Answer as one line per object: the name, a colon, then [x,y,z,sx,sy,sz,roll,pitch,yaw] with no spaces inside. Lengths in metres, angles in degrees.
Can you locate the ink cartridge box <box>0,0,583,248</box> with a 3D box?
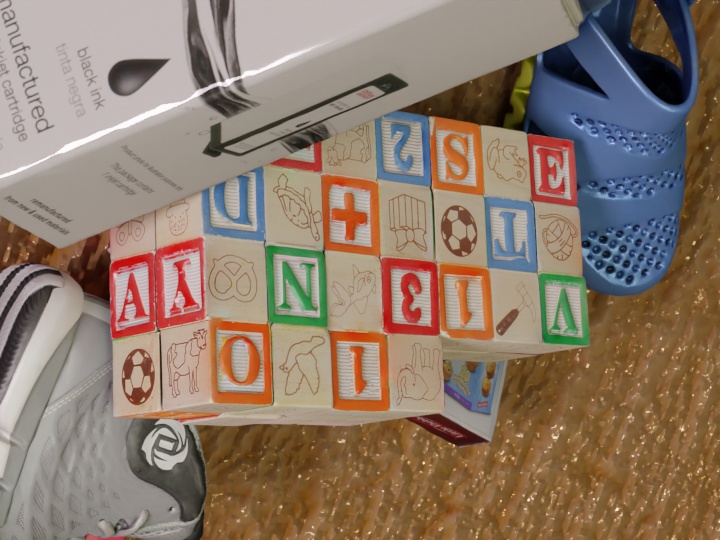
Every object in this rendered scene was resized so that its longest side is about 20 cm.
ink cartridge box: [-0.045,-0.116,0.696,0.199,0.147,0.084,-22,164,10]

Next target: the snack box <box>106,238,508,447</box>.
snack box: [-0.012,0.001,0.858,0.199,0.024,0.072,31,61,-35]

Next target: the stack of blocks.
stack of blocks: [0.000,0.000,0.811,0.199,0.058,0.116,5,79,-42]

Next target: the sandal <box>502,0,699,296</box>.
sandal: [0.107,-0.077,0.879,0.079,0.087,0.201,-21,119,-22]

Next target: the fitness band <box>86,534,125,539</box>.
fitness band: [-0.142,0.042,0.819,0.143,0.037,0.201,10,102,-29]

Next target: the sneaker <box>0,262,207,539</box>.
sneaker: [-0.117,0.106,0.792,0.115,0.075,0.201,22,97,-33]
